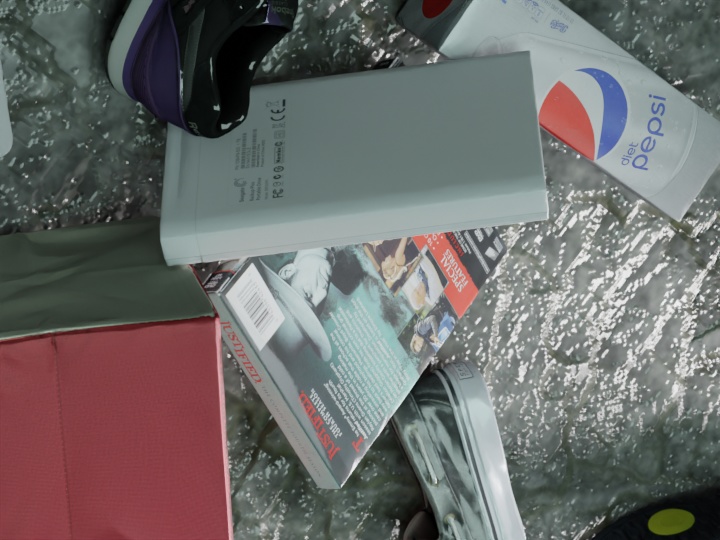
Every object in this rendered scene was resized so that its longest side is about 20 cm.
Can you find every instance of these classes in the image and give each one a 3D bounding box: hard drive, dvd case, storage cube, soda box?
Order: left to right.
[{"bbox_3d":[-0.165,0.087,1.407,0.170,0.200,0.181,-6,110,-11],"label":"storage cube"},{"bbox_3d":[-0.004,-0.061,1.420,0.199,0.132,0.027,-7,127,5],"label":"hard drive"},{"bbox_3d":[0.000,0.000,1.492,0.200,0.022,0.146,-55,127,-35],"label":"dvd case"},{"bbox_3d":[0.119,-0.109,1.532,0.200,0.068,0.064,33,94,-30],"label":"soda box"}]

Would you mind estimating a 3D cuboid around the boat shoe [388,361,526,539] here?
[{"bbox_3d":[0.058,0.152,1.611,0.071,0.072,0.201,-17,105,-7],"label":"boat shoe"}]

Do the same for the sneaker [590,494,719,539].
[{"bbox_3d":[0.233,0.180,1.692,0.199,0.066,0.079,-17,119,-17],"label":"sneaker"}]

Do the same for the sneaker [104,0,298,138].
[{"bbox_3d":[-0.056,-0.166,1.413,0.076,0.087,0.201,3,113,-51],"label":"sneaker"}]

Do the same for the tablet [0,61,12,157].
[{"bbox_3d":[-0.255,-0.140,1.388,0.129,0.014,0.201,-15,115,-19],"label":"tablet"}]
